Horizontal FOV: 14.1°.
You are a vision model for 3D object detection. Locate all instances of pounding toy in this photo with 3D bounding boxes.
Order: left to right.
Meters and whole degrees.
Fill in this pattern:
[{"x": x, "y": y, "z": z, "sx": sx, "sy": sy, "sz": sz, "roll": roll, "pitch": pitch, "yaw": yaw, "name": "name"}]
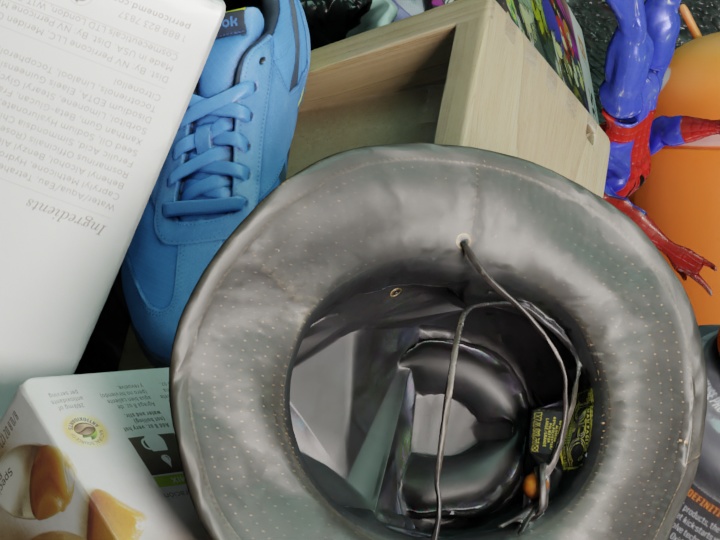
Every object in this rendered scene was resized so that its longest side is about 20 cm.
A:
[{"x": 0.000, "y": 0.000, "z": 1.225, "sx": 0.142, "sy": 0.200, "sz": 0.184, "roll": 47, "pitch": 41, "yaw": -36, "name": "pounding toy"}]

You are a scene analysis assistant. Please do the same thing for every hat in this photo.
[{"x": 0.020, "y": 0.048, "z": 1.045, "sx": 0.200, "sy": 0.081, "sz": 0.201, "roll": 2, "pitch": 84, "yaw": -20, "name": "hat"}]

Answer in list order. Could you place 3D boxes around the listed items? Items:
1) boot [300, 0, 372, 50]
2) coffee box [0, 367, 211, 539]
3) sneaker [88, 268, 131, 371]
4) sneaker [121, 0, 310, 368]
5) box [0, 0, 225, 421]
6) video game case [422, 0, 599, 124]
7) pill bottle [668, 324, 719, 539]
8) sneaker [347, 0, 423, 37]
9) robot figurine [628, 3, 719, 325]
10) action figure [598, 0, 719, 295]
[{"x": -0.076, "y": -0.112, "z": 1.338, "sx": 0.200, "sy": 0.077, "sz": 0.168, "roll": 25, "pitch": -8, "yaw": -18, "name": "boot"}, {"x": -0.066, "y": 0.145, "z": 1.027, "sx": 0.080, "sy": 0.114, "sz": 0.200, "roll": -3, "pitch": 44, "yaw": -42, "name": "coffee box"}, {"x": -0.156, "y": -0.031, "z": 1.243, "sx": 0.200, "sy": 0.091, "sz": 0.076, "roll": 56, "pitch": 1, "yaw": 4, "name": "sneaker"}, {"x": -0.059, "y": -0.049, "z": 1.131, "sx": 0.066, "sy": 0.079, "sz": 0.200, "roll": 1, "pitch": 50, "yaw": 7, "name": "sneaker"}, {"x": -0.144, "y": -0.045, "z": 1.112, "sx": 0.106, "sy": 0.200, "sz": 0.152, "roll": 21, "pitch": 12, "yaw": -15, "name": "box"}, {"x": 0.077, "y": -0.090, "z": 1.393, "sx": 0.200, "sy": 0.036, "sz": 0.182, "roll": 52, "pitch": 26, "yaw": -55, "name": "video game case"}, {"x": 0.139, "y": 0.096, "z": 1.181, "sx": 0.106, "sy": 0.200, "sz": 0.106, "roll": 21, "pitch": 33, "yaw": -15, "name": "pill bottle"}, {"x": 0.015, "y": -0.123, "z": 1.511, "sx": 0.200, "sy": 0.081, "sz": 0.088, "roll": 46, "pitch": 29, "yaw": 13, "name": "sneaker"}, {"x": 0.189, "y": -0.030, "z": 1.417, "sx": 0.116, "sy": 0.200, "sz": 0.144, "roll": -2, "pitch": 6, "yaw": -6, "name": "robot figurine"}, {"x": 0.142, "y": -0.074, "z": 1.275, "sx": 0.099, "sy": 0.200, "sz": 0.065, "roll": 30, "pitch": 43, "yaw": 20, "name": "action figure"}]
